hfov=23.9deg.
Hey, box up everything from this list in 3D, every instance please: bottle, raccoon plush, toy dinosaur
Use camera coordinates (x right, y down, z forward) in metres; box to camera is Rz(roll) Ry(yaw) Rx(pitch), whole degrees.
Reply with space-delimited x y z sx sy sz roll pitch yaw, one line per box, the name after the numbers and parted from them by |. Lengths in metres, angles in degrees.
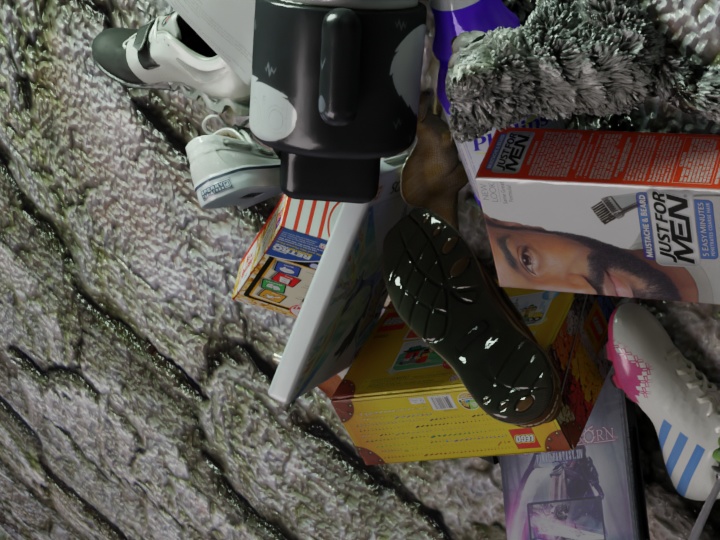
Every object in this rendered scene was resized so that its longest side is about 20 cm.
0.101 -0.132 1.263 0.065 0.084 0.200 -110 -2 -57 | bottle
0.150 -0.126 1.144 0.200 0.134 0.097 22 142 39 | raccoon plush
0.068 -0.081 1.356 0.058 0.101 0.200 22 144 38 | toy dinosaur

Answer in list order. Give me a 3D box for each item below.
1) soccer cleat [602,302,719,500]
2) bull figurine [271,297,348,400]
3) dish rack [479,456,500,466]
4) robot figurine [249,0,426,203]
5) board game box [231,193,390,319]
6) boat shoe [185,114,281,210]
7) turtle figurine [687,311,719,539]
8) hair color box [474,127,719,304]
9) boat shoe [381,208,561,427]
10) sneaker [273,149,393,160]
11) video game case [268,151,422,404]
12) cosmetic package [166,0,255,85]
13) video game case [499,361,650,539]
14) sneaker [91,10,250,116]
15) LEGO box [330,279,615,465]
0.265 0.104 1.373 0.086 0.070 0.200 -5 126 36 | soccer cleat
-0.011 0.101 1.621 0.200 0.065 0.121 48 162 -25 | bull figurine
0.124 0.108 1.580 0.153 0.055 0.200 21 141 38 | dish rack
-0.014 -0.151 1.214 0.150 0.125 0.200 23 115 48 | robot figurine
-0.023 -0.002 1.566 0.151 0.046 0.200 17 156 -11 | board game box
-0.112 -0.104 1.548 0.075 0.202 0.086 -23 87 18 | boat shoe
0.305 0.118 1.210 0.144 0.200 0.194 -21 -86 -87 | turtle figurine
0.192 -0.039 1.207 0.200 0.064 0.111 5 135 24 | hair color box
0.085 0.042 1.290 0.200 0.076 0.074 59 -167 30 | boat shoe
-0.028 -0.128 1.458 0.114 0.076 0.199 48 159 -16 | sneaker
0.000 0.000 1.384 0.022 0.182 0.200 26 106 14 | video game case
-0.077 -0.248 1.366 0.113 0.081 0.200 47 151 0 | cosmetic package
0.178 0.184 1.433 0.143 0.019 0.200 -14 78 45 | video game case
-0.170 -0.210 1.561 0.200 0.074 0.089 16 141 29 | sneaker
0.097 0.080 1.410 0.200 0.149 0.077 -8 122 34 | LEGO box
